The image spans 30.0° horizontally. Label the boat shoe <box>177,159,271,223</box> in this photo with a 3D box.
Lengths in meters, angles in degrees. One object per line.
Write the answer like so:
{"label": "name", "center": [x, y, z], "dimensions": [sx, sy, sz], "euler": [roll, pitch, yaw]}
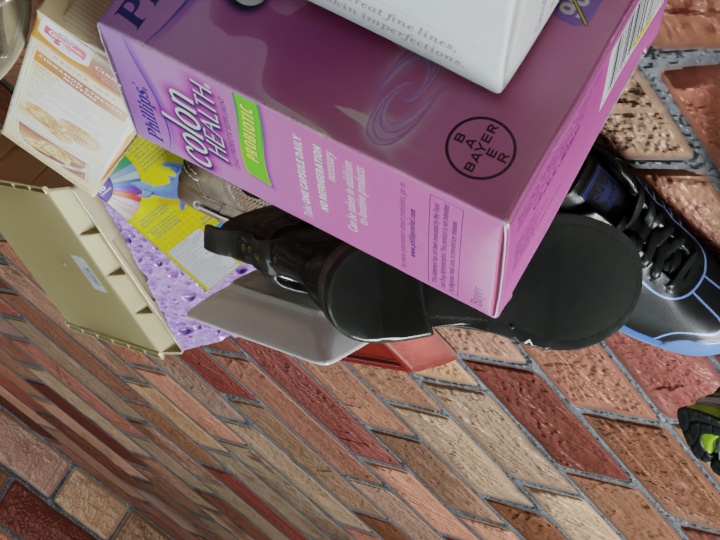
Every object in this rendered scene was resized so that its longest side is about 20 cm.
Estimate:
{"label": "boat shoe", "center": [-0.037, -0.035, 0.958], "dimensions": [0.199, 0.072, 0.073], "euler": [31, 120, -11]}

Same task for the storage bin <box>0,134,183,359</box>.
{"label": "storage bin", "center": [-0.235, -0.034, 1.200], "dimensions": [0.198, 0.094, 0.201], "euler": [11, 139, 47]}

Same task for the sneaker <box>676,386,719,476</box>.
{"label": "sneaker", "center": [0.281, 0.091, 0.809], "dimensions": [0.074, 0.081, 0.200], "euler": [57, 159, -23]}

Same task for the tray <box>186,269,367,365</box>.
{"label": "tray", "center": [0.000, 0.000, 0.810], "dimensions": [0.107, 0.200, 0.022], "euler": [15, 117, 34]}

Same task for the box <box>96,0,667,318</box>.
{"label": "box", "center": [0.017, -0.110, 0.612], "dimensions": [0.199, 0.176, 0.097], "euler": [27, 159, 15]}

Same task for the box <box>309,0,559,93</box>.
{"label": "box", "center": [0.003, -0.202, 0.491], "dimensions": [0.198, 0.131, 0.200], "euler": [28, 159, 12]}

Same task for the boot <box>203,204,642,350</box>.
{"label": "boot", "center": [0.030, -0.011, 0.724], "dimensions": [0.199, 0.070, 0.174], "euler": [2, -170, -22]}

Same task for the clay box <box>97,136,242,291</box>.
{"label": "clay box", "center": [-0.139, -0.088, 0.978], "dimensions": [0.200, 0.115, 0.048], "euler": [45, -161, -26]}

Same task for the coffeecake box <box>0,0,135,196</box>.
{"label": "coffeecake box", "center": [-0.125, -0.146, 0.765], "dimensions": [0.073, 0.154, 0.200], "euler": [34, 159, -10]}

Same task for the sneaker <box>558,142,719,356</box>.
{"label": "sneaker", "center": [0.147, -0.020, 0.779], "dimensions": [0.199, 0.070, 0.078], "euler": [32, 164, 1]}

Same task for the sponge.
{"label": "sponge", "center": [-0.131, -0.028, 1.078], "dimensions": [0.111, 0.030, 0.201], "euler": [-12, 126, 15]}

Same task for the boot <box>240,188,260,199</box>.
{"label": "boot", "center": [0.016, -0.073, 0.770], "dimensions": [0.199, 0.064, 0.187], "euler": [31, 140, 22]}

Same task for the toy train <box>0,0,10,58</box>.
{"label": "toy train", "center": [-0.145, -0.211, 0.616], "dimensions": [0.084, 0.202, 0.116], "euler": [3, 164, -29]}

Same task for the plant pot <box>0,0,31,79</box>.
{"label": "plant pot", "center": [-0.268, -0.151, 0.723], "dimensions": [0.199, 0.188, 0.188], "euler": [21, 157, 43]}

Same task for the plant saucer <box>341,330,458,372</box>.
{"label": "plant saucer", "center": [-0.040, 0.024, 1.193], "dimensions": [0.199, 0.037, 0.200], "euler": [6, 147, 51]}
